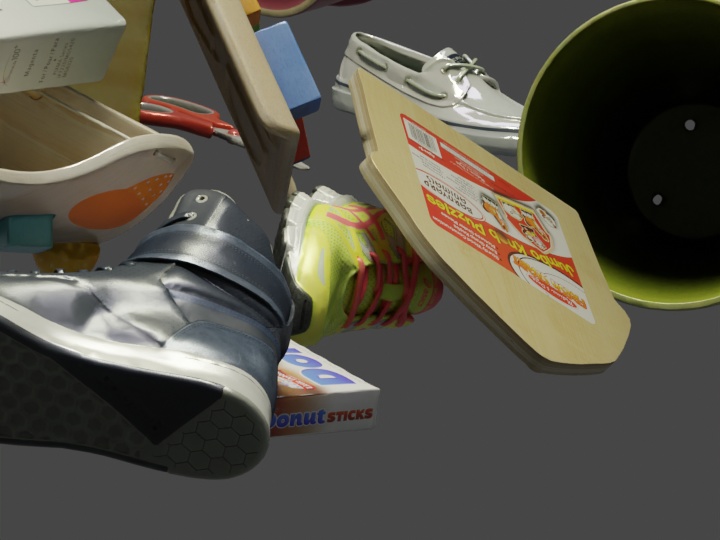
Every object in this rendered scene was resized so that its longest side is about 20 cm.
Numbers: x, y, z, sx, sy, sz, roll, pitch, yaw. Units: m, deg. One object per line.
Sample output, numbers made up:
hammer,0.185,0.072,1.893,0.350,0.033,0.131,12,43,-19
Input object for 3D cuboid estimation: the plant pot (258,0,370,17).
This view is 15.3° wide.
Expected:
plant pot,-0.050,-0.329,2.531,0.200,0.200,0.179,14,31,21

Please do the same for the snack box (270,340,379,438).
snack box,-0.075,0.041,1.343,0.072,0.024,0.200,-2,17,-35

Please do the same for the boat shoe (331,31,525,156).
boat shoe,0.063,-0.136,2.038,0.200,0.067,0.074,16,16,27

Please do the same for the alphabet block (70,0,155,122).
alphabet block,-0.242,-0.149,1.657,0.200,0.197,0.195,5,16,-15

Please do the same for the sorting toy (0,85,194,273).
sorting toy,-0.225,-0.068,1.416,0.200,0.107,0.180,28,9,25

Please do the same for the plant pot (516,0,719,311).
plant pot,0.204,-0.066,1.673,0.187,0.187,0.200,11,0,12

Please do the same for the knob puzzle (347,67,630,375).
knob puzzle,0.070,-0.006,1.469,0.220,0.030,0.220,37,23,-19

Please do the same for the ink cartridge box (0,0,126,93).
ink cartridge box,-0.252,-0.167,1.430,0.173,0.044,0.200,-12,48,-46

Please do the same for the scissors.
scissors,-0.093,-0.100,1.914,0.200,0.014,0.073,17,14,36

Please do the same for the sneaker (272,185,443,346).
sneaker,0.000,0.000,1.450,0.090,0.078,0.200,17,17,6

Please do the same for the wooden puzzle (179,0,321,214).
wooden puzzle,-0.071,-0.144,1.647,0.046,0.185,0.200,-23,-11,-5

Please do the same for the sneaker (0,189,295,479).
sneaker,-0.128,0.015,1.233,0.202,0.077,0.146,17,37,-1
